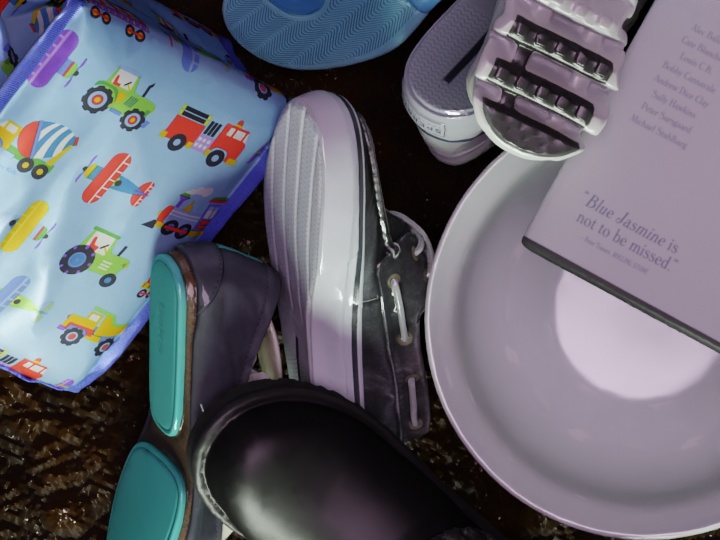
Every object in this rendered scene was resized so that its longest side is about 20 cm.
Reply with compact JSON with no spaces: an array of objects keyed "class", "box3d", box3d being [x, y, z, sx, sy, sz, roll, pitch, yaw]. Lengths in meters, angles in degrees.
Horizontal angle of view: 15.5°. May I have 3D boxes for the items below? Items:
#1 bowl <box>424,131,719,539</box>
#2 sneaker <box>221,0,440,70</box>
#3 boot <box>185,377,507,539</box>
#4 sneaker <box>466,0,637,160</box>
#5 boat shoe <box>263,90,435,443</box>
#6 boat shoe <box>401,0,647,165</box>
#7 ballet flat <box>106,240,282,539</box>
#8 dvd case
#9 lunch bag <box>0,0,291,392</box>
[{"class":"bowl","box3d":[0.132,0.021,1.229,0.200,0.090,0.202,0,91,5]},{"class":"sneaker","box3d":[0.024,-0.179,1.238,0.200,0.131,0.080,-29,118,35]},{"class":"boot","box3d":[0.028,0.136,1.172,0.211,0.158,0.080,32,96,-26]},{"class":"sneaker","box3d":[0.104,-0.144,1.145,0.075,0.081,0.200,31,93,-12]},{"class":"boat shoe","box3d":[0.000,0.000,1.222,0.071,0.072,0.200,-15,129,-17]},{"class":"boat shoe","box3d":[0.093,-0.131,1.242,0.200,0.067,0.074,-41,70,-13]},{"class":"ballet flat","box3d":[-0.072,0.080,1.239,0.073,0.073,0.201,10,113,0]},{"class":"dvd case","box3d":[0.177,-0.065,1.131,0.142,0.018,0.200,29,89,20]},{"class":"lunch bag","box3d":[-0.145,-0.032,1.205,0.150,0.094,0.200,24,102,-43]}]
